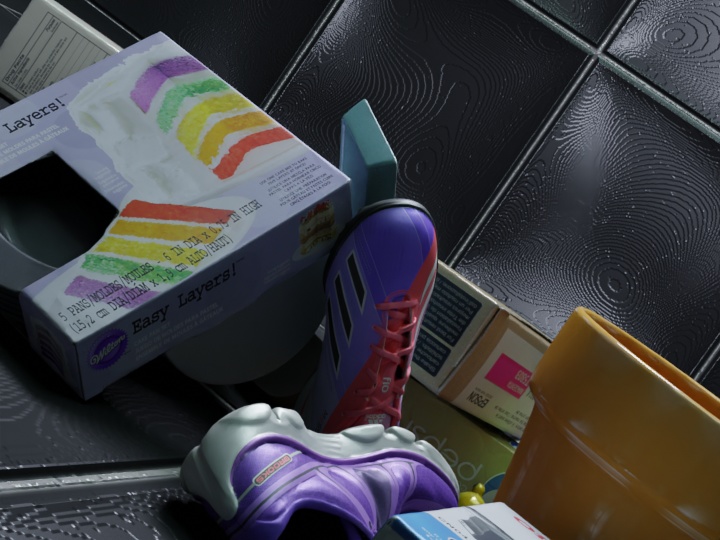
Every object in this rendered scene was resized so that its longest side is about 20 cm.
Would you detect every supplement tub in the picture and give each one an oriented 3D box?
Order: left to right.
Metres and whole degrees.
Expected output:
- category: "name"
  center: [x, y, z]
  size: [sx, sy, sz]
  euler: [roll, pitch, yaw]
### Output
- category: "supplement tub"
  center: [-0.116, -0.028, 1.035]
  size: [0.140, 0.141, 0.200]
  euler: [30, 9, -40]

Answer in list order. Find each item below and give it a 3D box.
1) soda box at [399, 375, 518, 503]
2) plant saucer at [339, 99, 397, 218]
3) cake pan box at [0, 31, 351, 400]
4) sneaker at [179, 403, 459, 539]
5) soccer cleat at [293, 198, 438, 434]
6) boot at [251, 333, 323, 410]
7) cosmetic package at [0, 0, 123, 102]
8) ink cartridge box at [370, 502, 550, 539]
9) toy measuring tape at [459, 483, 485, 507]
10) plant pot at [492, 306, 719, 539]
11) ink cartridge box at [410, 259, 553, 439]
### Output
- category: "soda box"
  center: [0.081, 0.144, 1.136]
  size: [0.199, 0.068, 0.064]
  euler: [36, 5, 6]
- category: "plant saucer"
  center: [0.000, 0.000, 0.960]
  size: [0.019, 0.201, 0.070]
  euler: [-8, 39, -13]
- category: "cake pan box"
  center: [-0.135, -0.037, 0.894]
  size: [0.184, 0.199, 0.053]
  euler: [39, -34, 33]
- category: "sneaker"
  center: [-0.012, 0.130, 0.815]
  size: [0.199, 0.081, 0.084]
  euler: [16, 35, -51]
- category: "soccer cleat"
  center: [0.007, 0.052, 0.908]
  size: [0.068, 0.201, 0.073]
  euler: [3, 38, -19]
- category: "boot"
  center: [-0.066, 0.052, 1.131]
  size: [0.076, 0.073, 0.200]
  euler: [55, -4, -41]
- category: "cosmetic package"
  center: [-0.259, -0.174, 1.567]
  size: [0.199, 0.104, 0.087]
  euler: [36, 4, -10]
- category: "ink cartridge box"
  center: [0.073, 0.182, 0.722]
  size: [0.144, 0.085, 0.200]
  euler: [38, 6, 18]
- category: "toy measuring tape"
  center: [0.154, 0.188, 1.062]
  size: [0.199, 0.074, 0.074]
  euler: [23, 6, 2]
- category: "plant pot"
  center: [0.153, 0.153, 0.916]
  size: [0.199, 0.184, 0.200]
  euler: [35, 7, -5]
- category: "ink cartridge box"
  center: [0.052, 0.034, 1.119]
  size: [0.164, 0.075, 0.200]
  euler: [37, 2, 30]
